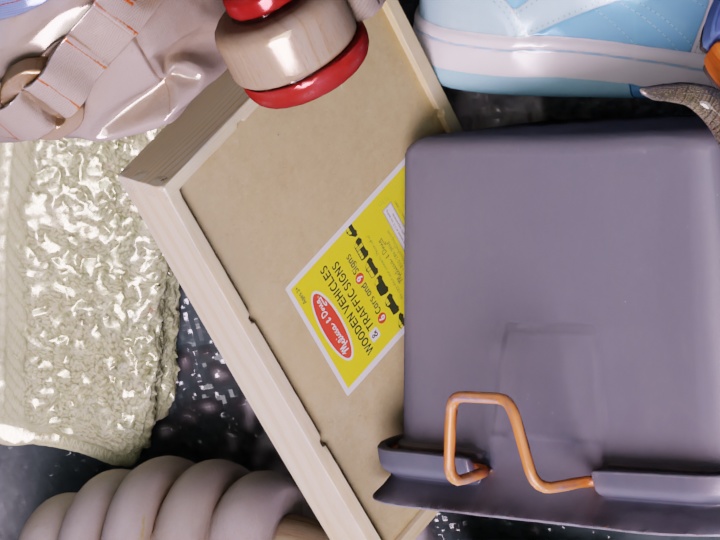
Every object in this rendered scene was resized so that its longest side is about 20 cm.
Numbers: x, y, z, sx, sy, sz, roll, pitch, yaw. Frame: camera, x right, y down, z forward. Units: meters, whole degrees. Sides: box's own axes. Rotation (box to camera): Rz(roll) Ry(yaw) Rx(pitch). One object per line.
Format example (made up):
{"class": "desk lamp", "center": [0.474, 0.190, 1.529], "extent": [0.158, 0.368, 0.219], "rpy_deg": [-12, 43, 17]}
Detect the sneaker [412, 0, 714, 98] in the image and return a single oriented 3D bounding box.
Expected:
{"class": "sneaker", "center": [0.109, -0.133, 1.057], "extent": [0.199, 0.080, 0.131], "rpy_deg": [0, 113, 15]}

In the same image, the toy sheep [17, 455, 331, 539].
{"class": "toy sheep", "center": [-0.078, 0.141, 1.178], "extent": [0.199, 0.138, 0.139], "rpy_deg": [-9, 112, 17]}

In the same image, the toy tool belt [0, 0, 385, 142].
{"class": "toy tool belt", "center": [-0.099, -0.111, 0.995], "extent": [0.199, 0.125, 0.123], "rpy_deg": [0, 128, 42]}

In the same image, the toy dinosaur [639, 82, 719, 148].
{"class": "toy dinosaur", "center": [0.179, -0.004, 0.939], "extent": [0.199, 0.077, 0.103], "rpy_deg": [19, 101, -12]}

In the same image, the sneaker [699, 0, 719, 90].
{"class": "sneaker", "center": [0.185, -0.134, 1.001], "extent": [0.075, 0.201, 0.079], "rpy_deg": [29, 143, -4]}

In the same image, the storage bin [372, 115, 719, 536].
{"class": "storage bin", "center": [0.091, 0.015, 1.040], "extent": [0.199, 0.145, 0.135], "rpy_deg": [0, 97, 49]}

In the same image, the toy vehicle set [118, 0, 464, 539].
{"class": "toy vehicle set", "center": [0.000, 0.000, 1.091], "extent": [0.026, 0.124, 0.201], "rpy_deg": [15, 143, 46]}

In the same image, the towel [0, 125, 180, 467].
{"class": "towel", "center": [-0.141, -0.020, 1.165], "extent": [0.147, 0.037, 0.201], "rpy_deg": [8, 113, 2]}
